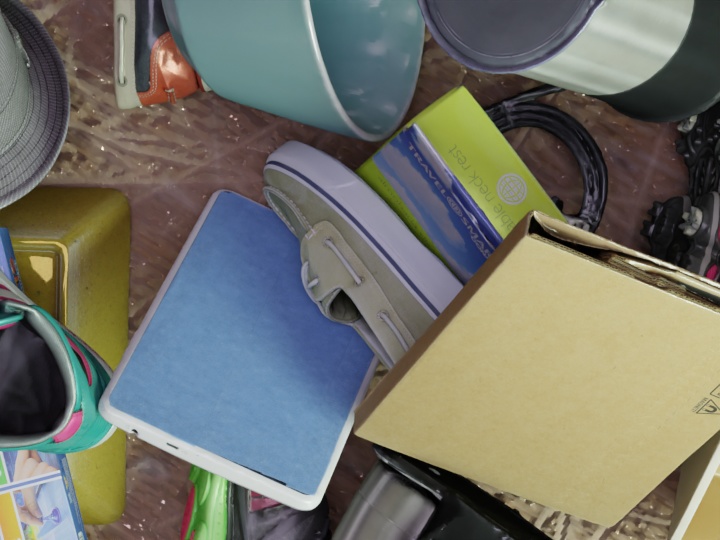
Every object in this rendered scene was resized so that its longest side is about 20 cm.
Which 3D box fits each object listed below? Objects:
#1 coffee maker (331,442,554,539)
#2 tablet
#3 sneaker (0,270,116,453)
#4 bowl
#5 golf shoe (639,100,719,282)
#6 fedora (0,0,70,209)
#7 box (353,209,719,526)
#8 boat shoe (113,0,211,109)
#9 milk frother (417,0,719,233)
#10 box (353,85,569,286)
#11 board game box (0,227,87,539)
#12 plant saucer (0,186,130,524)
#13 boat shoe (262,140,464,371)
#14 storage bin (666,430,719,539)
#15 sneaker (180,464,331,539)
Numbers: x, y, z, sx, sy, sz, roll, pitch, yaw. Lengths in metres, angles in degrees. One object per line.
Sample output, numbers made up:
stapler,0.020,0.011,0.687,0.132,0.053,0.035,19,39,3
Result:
coffee maker,0.032,0.222,1.294,0.135,0.192,0.200,28,95,-44
tablet,-0.055,0.040,1.322,0.130,0.200,0.014,25,132,0
sneaker,-0.219,0.033,1.259,0.200,0.121,0.084,33,90,0
bowl,-0.043,-0.168,1.314,0.105,0.201,0.202,-3,91,20
golf shoe,0.227,-0.060,1.367,0.088,0.077,0.201,20,90,-24
fedora,-0.253,-0.124,1.305,0.176,0.090,0.200,-10,48,-11
box,0.110,0.056,1.222,0.163,0.200,0.021,21,50,-15
boat shoe,-0.132,-0.194,1.363,0.062,0.071,0.201,-13,95,4
milk frother,0.099,-0.109,1.298,0.180,0.188,0.201,1,86,34
box,0.058,-0.028,1.295,0.048,0.200,0.122,-38,91,-13
board game box,-0.242,0.088,1.338,0.135,0.034,0.201,-14,90,1
plant saucer,-0.237,0.049,1.379,0.199,0.048,0.201,1,91,1
boat shoe,0.000,0.000,1.324,0.062,0.072,0.200,-38,55,-13
storage bin,0.289,0.106,1.298,0.198,0.094,0.200,18,131,1
sneaker,-0.055,0.128,1.374,0.084,0.077,0.201,13,94,-18
